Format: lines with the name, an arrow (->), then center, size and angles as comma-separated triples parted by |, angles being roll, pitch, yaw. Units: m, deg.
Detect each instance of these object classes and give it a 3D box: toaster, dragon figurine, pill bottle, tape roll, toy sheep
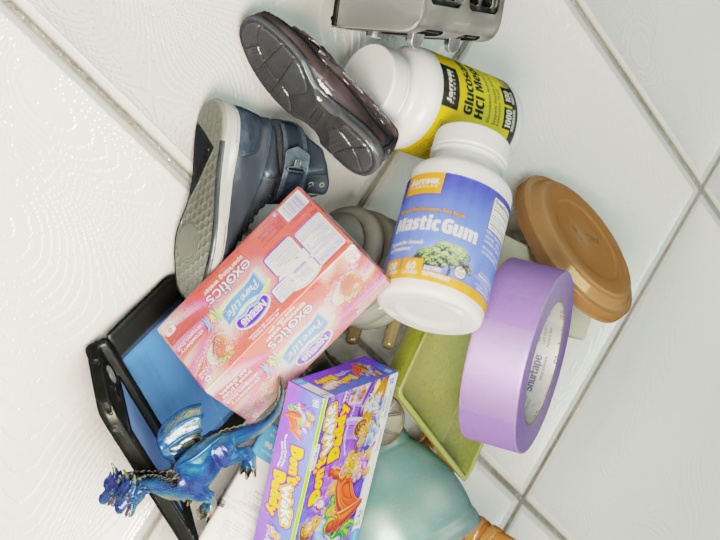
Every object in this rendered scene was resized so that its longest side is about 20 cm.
toaster -> 0.068, -0.331, 1.571 | 0.180, 0.118, 0.202 | -6, 108, -59
dragon figurine -> -0.149, 0.166, 1.409 | 0.200, 0.059, 0.100 | -43, 135, -5
pill bottle -> 0.076, -0.178, 1.648 | 0.199, 0.112, 0.113 | 13, 92, -43
pill bottle -> 0.092, -0.046, 1.550 | 0.112, 0.111, 0.202 | 36, 60, -41
tape roll -> 0.168, 0.091, 1.624 | 0.200, 0.065, 0.202 | 15, 90, -71
toy sheep -> 0.000, 0.000, 1.617 | 0.200, 0.137, 0.139 | 41, 74, -51

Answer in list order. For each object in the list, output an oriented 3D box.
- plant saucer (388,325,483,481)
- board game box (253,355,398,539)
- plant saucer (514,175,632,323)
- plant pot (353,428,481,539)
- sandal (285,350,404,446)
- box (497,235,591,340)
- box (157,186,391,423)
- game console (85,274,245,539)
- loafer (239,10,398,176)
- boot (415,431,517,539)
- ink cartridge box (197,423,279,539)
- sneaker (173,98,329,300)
plant saucer -> 0.100, 0.097, 1.672 | 0.201, 0.048, 0.200 | -63, 142, -24
board game box -> -0.037, 0.196, 1.513 | 0.134, 0.045, 0.202 | -14, 122, -55
plant saucer -> 0.261, -0.030, 1.820 | 0.200, 0.032, 0.201 | 37, 33, -29
plant pot -> 0.018, 0.252, 1.677 | 0.199, 0.200, 0.135 | -22, 89, -36
sandal -> -0.040, 0.115, 1.622 | 0.199, 0.055, 0.082 | 31, 94, -5
box -> 0.190, 0.015, 1.817 | 0.199, 0.095, 0.078 | 22, 86, -44
box -> -0.083, 0.035, 1.479 | 0.200, 0.103, 0.095 | -46, 143, 1
game console -> -0.177, 0.139, 1.510 | 0.116, 0.176, 0.201 | -27, 122, -1
loafer -> -0.041, -0.185, 1.541 | 0.200, 0.072, 0.063 | 48, 50, -3
boot -> 0.124, 0.293, 1.789 | 0.073, 0.154, 0.202 | -14, 111, -38
ink cartridge box -> -0.123, 0.263, 1.579 | 0.068, 0.116, 0.201 | 31, 76, 0
sneaker -> -0.106, -0.059, 1.539 | 0.145, 0.077, 0.204 | 11, 92, -40
